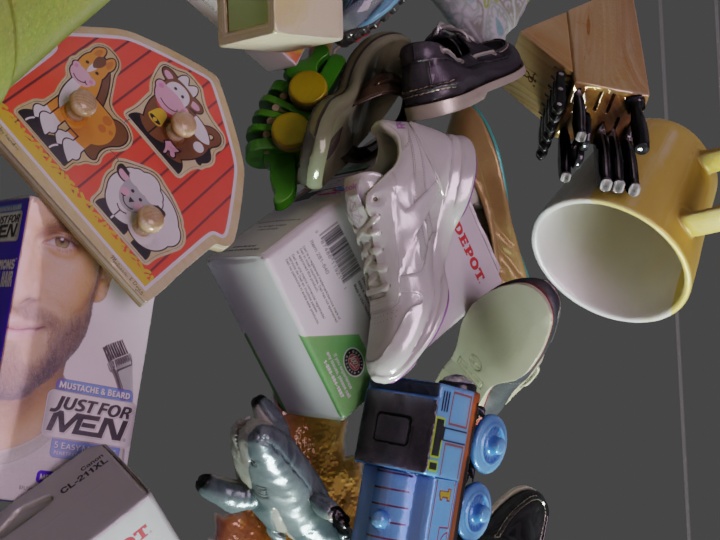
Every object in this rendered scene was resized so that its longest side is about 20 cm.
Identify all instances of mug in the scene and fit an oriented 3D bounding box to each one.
[{"bbox_3d":[0.269,-0.054,1.317,0.154,0.185,0.150,-56,148,-35],"label":"mug"}]

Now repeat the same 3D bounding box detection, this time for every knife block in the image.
[{"bbox_3d":[0.221,-0.151,1.279,0.199,0.175,0.064,-27,149,-36],"label":"knife block"}]

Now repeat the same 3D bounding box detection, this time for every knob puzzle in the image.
[{"bbox_3d":[-0.151,-0.097,1.026,0.218,0.030,0.221,23,51,-31],"label":"knob puzzle"}]

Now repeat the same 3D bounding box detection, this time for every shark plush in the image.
[{"bbox_3d":[-0.043,0.187,1.110,0.091,0.083,0.201,-43,115,-32],"label":"shark plush"}]

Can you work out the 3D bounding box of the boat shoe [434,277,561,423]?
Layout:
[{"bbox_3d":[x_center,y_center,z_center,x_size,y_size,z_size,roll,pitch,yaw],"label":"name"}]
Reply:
[{"bbox_3d":[0.118,0.066,1.187,0.062,0.201,0.071,-23,65,-33],"label":"boat shoe"}]

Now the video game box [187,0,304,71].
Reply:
[{"bbox_3d":[-0.090,-0.286,1.114,0.200,0.047,0.183,38,68,-32],"label":"video game box"}]

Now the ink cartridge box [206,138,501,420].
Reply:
[{"bbox_3d":[0.000,0.000,1.150,0.200,0.084,0.146,-38,112,-32],"label":"ink cartridge box"}]

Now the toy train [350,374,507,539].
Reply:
[{"bbox_3d":[0.045,0.175,1.101,0.114,0.086,0.202,19,80,-51],"label":"toy train"}]

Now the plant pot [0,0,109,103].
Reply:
[{"bbox_3d":[-0.245,-0.197,0.913,0.184,0.199,0.202,-44,115,-43],"label":"plant pot"}]

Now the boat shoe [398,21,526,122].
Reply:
[{"bbox_3d":[0.082,-0.171,1.170,0.200,0.072,0.063,-40,116,-61],"label":"boat shoe"}]

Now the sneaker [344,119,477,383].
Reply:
[{"bbox_3d":[0.021,-0.017,1.080,0.099,0.075,0.202,20,71,-21],"label":"sneaker"}]

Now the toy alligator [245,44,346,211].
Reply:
[{"bbox_3d":[-0.048,-0.138,1.142,0.054,0.059,0.201,16,65,8],"label":"toy alligator"}]

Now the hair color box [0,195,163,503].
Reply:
[{"bbox_3d":[-0.208,0.059,0.998,0.109,0.065,0.202,14,78,-37],"label":"hair color box"}]

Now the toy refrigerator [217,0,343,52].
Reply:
[{"bbox_3d":[-0.063,-0.265,1.058,0.070,0.076,0.202,-1,91,-38],"label":"toy refrigerator"}]

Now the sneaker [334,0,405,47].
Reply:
[{"bbox_3d":[-0.001,-0.265,1.121,0.095,0.079,0.201,30,63,-25],"label":"sneaker"}]

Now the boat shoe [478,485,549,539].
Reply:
[{"bbox_3d":[0.120,0.273,1.249,0.200,0.066,0.075,-50,117,-28],"label":"boat shoe"}]

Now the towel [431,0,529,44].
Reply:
[{"bbox_3d":[0.106,-0.314,1.268,0.171,0.048,0.201,45,63,-28],"label":"towel"}]

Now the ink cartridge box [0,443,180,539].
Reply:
[{"bbox_3d":[-0.171,0.241,0.964,0.145,0.083,0.201,-36,124,-17],"label":"ink cartridge box"}]

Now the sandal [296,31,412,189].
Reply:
[{"bbox_3d":[0.007,-0.118,1.139,0.201,0.057,0.080,-59,158,-50],"label":"sandal"}]

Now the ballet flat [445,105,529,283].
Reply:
[{"bbox_3d":[0.099,-0.040,1.245,0.063,0.069,0.202,-22,102,-22],"label":"ballet flat"}]
